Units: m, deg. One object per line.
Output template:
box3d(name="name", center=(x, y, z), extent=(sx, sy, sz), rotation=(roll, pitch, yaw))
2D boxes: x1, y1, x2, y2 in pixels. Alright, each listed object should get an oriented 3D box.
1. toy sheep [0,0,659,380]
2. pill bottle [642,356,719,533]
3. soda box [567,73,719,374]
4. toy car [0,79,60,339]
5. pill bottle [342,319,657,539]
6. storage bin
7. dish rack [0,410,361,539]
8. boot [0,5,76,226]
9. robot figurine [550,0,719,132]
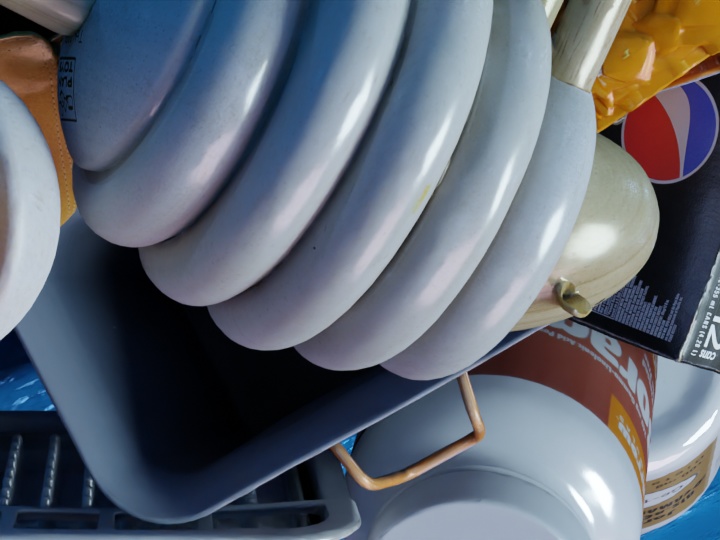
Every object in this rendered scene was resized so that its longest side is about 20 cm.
box3d(name="toy sheep", center=(-0.009, -0.043, 0.757), extent=(0.199, 0.138, 0.138), rotation=(25, 140, -17))
box3d(name="pill bottle", center=(0.119, 0.064, 1.382), extent=(0.114, 0.115, 0.200), rotation=(-25, 163, -4))
box3d(name="soda box", center=(0.122, -0.070, 0.886), extent=(0.071, 0.063, 0.201), rotation=(15, 97, -54))
box3d(name="toy car", center=(-0.177, 0.022, 0.708), extent=(0.199, 0.151, 0.175), rotation=(-1, -178, 38))
box3d(name="pill bottle", center=(0.053, 0.072, 1.096), extent=(0.112, 0.112, 0.200), rotation=(-34, -163, 22))
box3d(name="storage bin", center=(0.000, 0.000, 1.009), extent=(0.200, 0.146, 0.134), rotation=(-30, 173, 11))
box3d(name="dish rack", center=(-0.090, 0.090, 1.047), extent=(0.171, 0.044, 0.200), rotation=(0, -170, -4))
box3d(name="boot", center=(-0.128, -0.034, 0.836), extent=(0.201, 0.071, 0.144), rotation=(-31, 158, -4))
box3d(name="robot figurine", center=(0.107, -0.131, 0.801), extent=(0.200, 0.145, 0.058), rotation=(-36, -167, 26))
